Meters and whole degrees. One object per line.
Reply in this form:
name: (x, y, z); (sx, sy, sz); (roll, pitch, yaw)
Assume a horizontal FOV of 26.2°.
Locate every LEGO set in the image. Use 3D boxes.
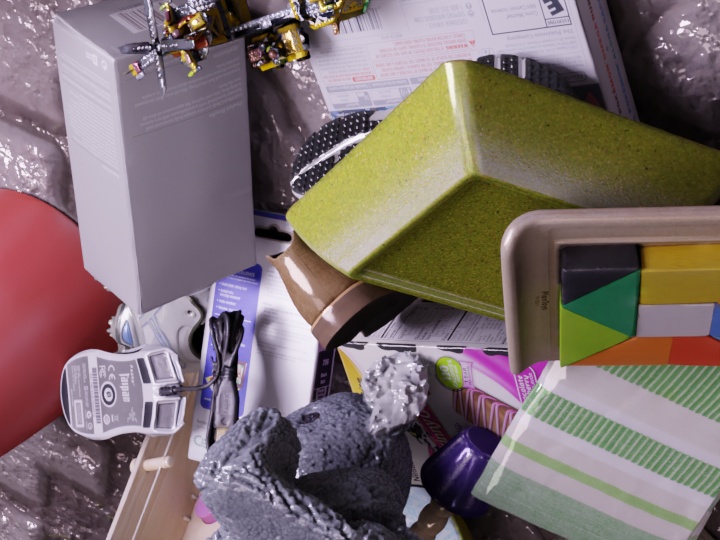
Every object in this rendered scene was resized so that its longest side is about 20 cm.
LEGO set: (-0.091, -0.209, 0.915); (0.153, 0.116, 0.201); (-4, 105, 32)

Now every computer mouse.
computer mouse: (-0.154, 0.088, 1.173); (0.199, 0.044, 0.110); (-4, 91, 42)

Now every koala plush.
koala plush: (-0.018, 0.158, 1.041); (0.183, 0.200, 0.178); (26, 124, -1)

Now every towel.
towel: (0.184, 0.097, 1.011); (0.152, 0.023, 0.200); (24, 112, -6)

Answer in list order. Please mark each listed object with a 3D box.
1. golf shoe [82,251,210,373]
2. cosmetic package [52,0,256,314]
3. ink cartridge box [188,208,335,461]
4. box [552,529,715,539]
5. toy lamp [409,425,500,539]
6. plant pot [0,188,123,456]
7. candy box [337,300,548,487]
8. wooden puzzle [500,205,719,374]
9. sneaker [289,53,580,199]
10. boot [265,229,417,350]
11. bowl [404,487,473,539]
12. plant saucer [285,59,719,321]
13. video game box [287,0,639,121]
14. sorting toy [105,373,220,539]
golf shoe: (-0.153, 0.001, 1.196); (0.097, 0.078, 0.200); (5, 135, 15)
cosmetic package: (-0.138, -0.083, 1.064); (0.090, 0.107, 0.201); (36, 136, 39)
ink cartridge box: (-0.068, 0.054, 1.160); (0.099, 0.039, 0.201); (12, 100, 24)
box: (0.167, 0.241, 1.078); (0.095, 0.200, 0.078); (44, 135, -6)
toy lamp: (0.041, 0.194, 1.111); (0.058, 0.058, 0.200); (35, 118, 4)
plant pot: (-0.313, 0.062, 1.260); (0.200, 0.177, 0.201); (17, 131, 21)
candy box: (0.095, 0.093, 1.108); (0.199, 0.061, 0.137); (1, 124, 32)
wooden puzzle: (0.183, 0.017, 0.890); (0.199, 0.037, 0.185); (-5, 152, 5)
sneaker: (0.055, -0.071, 0.949); (0.199, 0.074, 0.080); (-13, 140, 37)
boot: (0.000, 0.000, 1.025); (0.074, 0.200, 0.075); (-46, 78, 14)
bowl: (0.023, 0.260, 1.235); (0.199, 0.201, 0.108); (0, 165, 32)
plant saucer: (0.085, -0.027, 0.901); (0.199, 0.048, 0.200); (16, 148, -25)
video game box: (0.073, -0.107, 0.977); (0.199, 0.047, 0.183); (-2, 121, 33)
sorting toy: (-0.095, 0.174, 1.220); (0.179, 0.201, 0.107); (-6, 141, 34)
